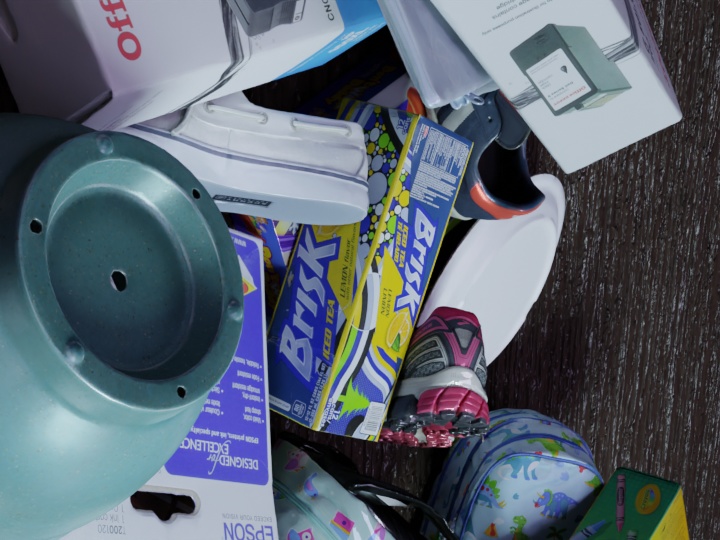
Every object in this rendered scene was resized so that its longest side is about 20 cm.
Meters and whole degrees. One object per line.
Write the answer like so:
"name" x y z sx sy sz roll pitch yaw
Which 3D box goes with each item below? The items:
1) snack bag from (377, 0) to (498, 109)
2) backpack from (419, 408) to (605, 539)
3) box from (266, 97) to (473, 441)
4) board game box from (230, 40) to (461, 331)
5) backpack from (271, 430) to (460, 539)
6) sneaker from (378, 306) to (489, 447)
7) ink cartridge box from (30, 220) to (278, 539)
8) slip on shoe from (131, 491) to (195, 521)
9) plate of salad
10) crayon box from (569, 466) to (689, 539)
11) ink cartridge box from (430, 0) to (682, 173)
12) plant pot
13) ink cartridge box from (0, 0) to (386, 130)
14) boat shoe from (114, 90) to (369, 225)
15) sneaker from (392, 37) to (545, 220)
"snack bag" 0.024 -0.178 0.709 0.191 0.021 0.200 66 21 -7
"backpack" 0.125 0.215 1.047 0.154 0.161 0.203 121 -17 -78
"box" 0.000 0.000 0.810 0.064 0.070 0.203 19 90 -48
"board game box" 0.002 -0.060 0.879 0.200 0.044 0.136 -40 131 -32
"backpack" -0.011 0.208 0.888 0.127 0.166 0.200 -53 130 -18
"sneaker" 0.041 0.080 0.882 0.080 0.200 0.076 10 74 -17
"ink cartridge box" -0.124 0.058 0.713 0.197 0.043 0.203 21 59 -53
"slip on shoe" -0.163 0.103 0.739 0.200 0.060 0.077 46 39 -48
"plate of salad" 0.092 0.011 0.991 0.200 0.048 0.201 -41 151 -29
"crayon box" 0.184 0.262 0.968 0.200 0.058 0.120 -45 133 -37
"ink cartridge box" 0.102 -0.175 0.747 0.200 0.083 0.147 41 32 -48
"plant pot" -0.135 0.017 0.560 0.199 0.133 0.203 24 57 -43
"ink cartridge box" -0.094 -0.165 0.661 0.199 0.084 0.146 -25 94 -40
"boat shoe" -0.084 -0.085 0.734 0.199 0.074 0.087 8 75 -23
"sneaker" 0.080 -0.125 0.841 0.075 0.084 0.202 -36 123 -33
